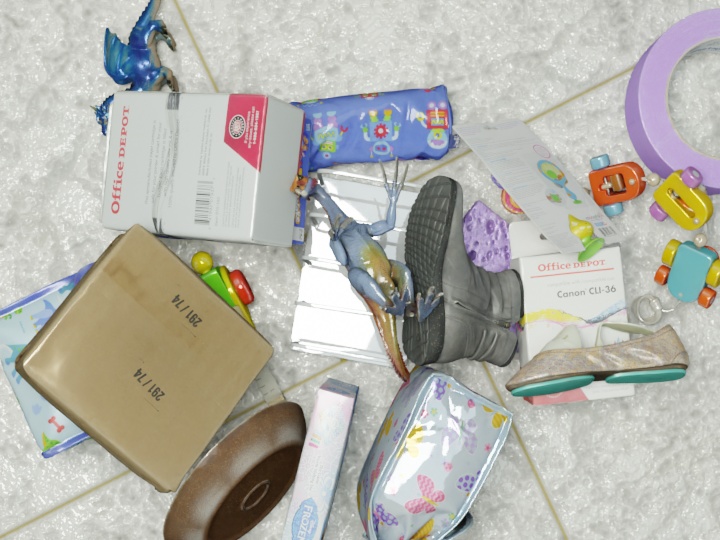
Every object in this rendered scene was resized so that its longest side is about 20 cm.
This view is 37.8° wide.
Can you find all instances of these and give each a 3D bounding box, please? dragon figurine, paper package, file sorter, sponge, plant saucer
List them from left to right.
[{"bbox_3d":[-0.264,-0.247,1.207,0.097,0.059,0.204,-5,89,-1],"label":"dragon figurine"},{"bbox_3d":[-0.217,0.088,1.066,0.200,0.103,0.192,42,71,-14],"label":"paper package"},{"bbox_3d":[-0.122,0.229,1.117,0.037,0.200,0.201,38,87,23],"label":"plant saucer"},{"bbox_3d":[0.000,0.000,1.165,0.136,0.125,0.204,9,88,1],"label":"file sorter"},{"bbox_3d":[0.179,0.023,1.211,0.199,0.030,0.112,38,89,0],"label":"sponge"}]

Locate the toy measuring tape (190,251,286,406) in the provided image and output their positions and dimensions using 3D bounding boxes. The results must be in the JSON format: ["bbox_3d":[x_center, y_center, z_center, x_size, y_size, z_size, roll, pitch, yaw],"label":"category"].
[{"bbox_3d":[-0.140,0.063,1.204,0.073,0.074,0.202,-27,110,-2],"label":"toy measuring tape"}]

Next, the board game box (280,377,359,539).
[{"bbox_3d":[-0.045,0.222,1.116,0.043,0.200,0.203,13,88,2],"label":"board game box"}]

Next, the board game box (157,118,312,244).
[{"bbox_3d":[-0.153,-0.102,1.165,0.197,0.045,0.137,4,88,28],"label":"board game box"}]

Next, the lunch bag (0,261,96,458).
[{"bbox_3d":[-0.290,0.088,1.166,0.197,0.127,0.173,-25,89,-12],"label":"lunch bag"}]

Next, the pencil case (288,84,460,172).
[{"bbox_3d":[0.012,-0.159,1.195,0.196,0.078,0.089,-6,108,-1],"label":"pencil case"}]

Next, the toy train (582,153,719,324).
[{"bbox_3d":[0.340,-0.048,1.194,0.055,0.149,0.203,-24,96,-45],"label":"toy train"}]

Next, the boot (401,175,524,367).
[{"bbox_3d":[0.114,0.002,1.108,0.129,0.070,0.204,-1,105,-29],"label":"boot"}]

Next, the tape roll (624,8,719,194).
[{"bbox_3d":[0.408,-0.191,1.203,0.196,0.066,0.205,0,87,1],"label":"tape roll"}]

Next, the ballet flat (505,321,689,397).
[{"bbox_3d":[0.244,0.090,1.104,0.196,0.068,0.069,-5,70,-6],"label":"ballet flat"}]

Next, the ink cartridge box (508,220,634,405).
[{"bbox_3d":[0.230,0.040,1.162,0.114,0.067,0.204,-6,88,-1],"label":"ink cartridge box"}]

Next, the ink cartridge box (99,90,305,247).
[{"bbox_3d":[-0.167,-0.106,1.100,0.197,0.083,0.148,6,90,28],"label":"ink cartridge box"}]

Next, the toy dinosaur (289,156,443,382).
[{"bbox_3d":[-0.011,-0.013,1.057,0.181,0.104,0.203,37,122,37],"label":"toy dinosaur"}]

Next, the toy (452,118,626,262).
[{"bbox_3d":[0.189,-0.084,1.155,0.201,0.114,0.048,51,133,29],"label":"toy"}]

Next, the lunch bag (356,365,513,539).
[{"bbox_3d":[0.069,0.216,1.133,0.126,0.170,0.202,30,85,-2],"label":"lunch bag"}]
